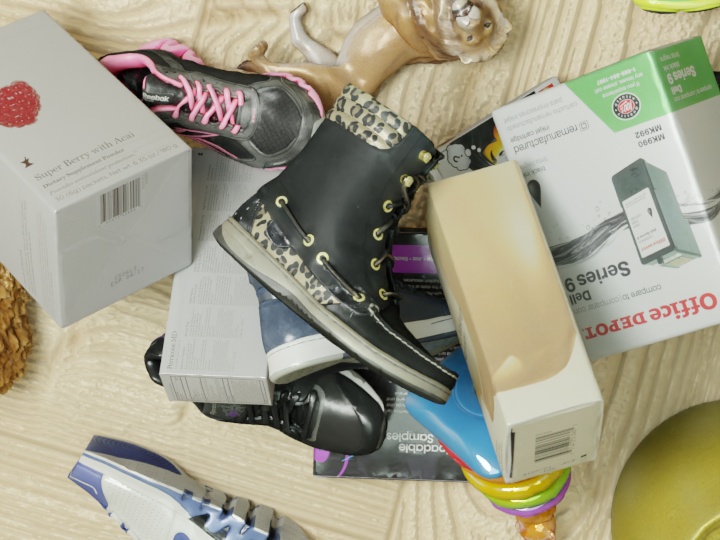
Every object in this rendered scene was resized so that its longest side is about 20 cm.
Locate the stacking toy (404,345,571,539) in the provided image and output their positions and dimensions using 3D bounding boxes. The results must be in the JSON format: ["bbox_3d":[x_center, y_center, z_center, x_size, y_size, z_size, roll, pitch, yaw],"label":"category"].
[{"bbox_3d":[0.123,0.149,1.544,0.110,0.116,0.201,-37,137,-15],"label":"stacking toy"}]

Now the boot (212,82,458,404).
[{"bbox_3d":[0.016,-0.020,1.394,0.203,0.073,0.154,37,86,15],"label":"boot"}]

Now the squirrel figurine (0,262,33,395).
[{"bbox_3d":[-0.346,0.043,1.566,0.199,0.142,0.188,6,66,-21],"label":"squirrel figurine"}]

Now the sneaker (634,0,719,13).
[{"bbox_3d":[0.286,-0.253,1.494,0.199,0.074,0.084,-28,101,0],"label":"sneaker"}]

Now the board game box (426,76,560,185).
[{"bbox_3d":[0.145,-0.031,1.549,0.126,0.035,0.201,-32,94,-10],"label":"board game box"}]

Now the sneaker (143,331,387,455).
[{"bbox_3d":[-0.078,0.101,1.556,0.199,0.087,0.076,23,119,24],"label":"sneaker"}]

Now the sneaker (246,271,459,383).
[{"bbox_3d":[0.001,-0.001,1.507,0.077,0.201,0.147,-33,69,45],"label":"sneaker"}]

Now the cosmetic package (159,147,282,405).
[{"bbox_3d":[-0.098,0.003,1.539,0.082,0.051,0.201,3,60,5],"label":"cosmetic package"}]

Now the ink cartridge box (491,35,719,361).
[{"bbox_3d":[0.203,-0.049,1.463,0.145,0.084,0.201,-19,91,37],"label":"ink cartridge box"}]

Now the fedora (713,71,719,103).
[{"bbox_3d":[0.302,-0.060,1.505,0.200,0.091,0.202,23,123,42],"label":"fedora"}]

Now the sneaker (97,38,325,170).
[{"bbox_3d":[-0.121,-0.126,1.524,0.199,0.095,0.080,18,99,30],"label":"sneaker"}]

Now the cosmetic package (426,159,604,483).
[{"bbox_3d":[0.107,0.036,1.430,0.071,0.105,0.201,-15,60,-5],"label":"cosmetic package"}]

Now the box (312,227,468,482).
[{"bbox_3d":[0.034,0.066,1.595,0.142,0.036,0.202,2,97,5],"label":"box"}]

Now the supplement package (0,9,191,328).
[{"bbox_3d":[-0.229,-0.079,1.499,0.200,0.121,0.120,42,146,32],"label":"supplement package"}]

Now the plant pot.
[{"bbox_3d":[0.291,0.209,1.531,0.199,0.142,0.202,1,97,6],"label":"plant pot"}]

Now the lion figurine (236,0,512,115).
[{"bbox_3d":[0.011,-0.172,1.555,0.200,0.073,0.123,-35,101,24],"label":"lion figurine"}]

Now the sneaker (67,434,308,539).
[{"bbox_3d":[-0.154,0.222,1.616,0.198,0.081,0.116,26,98,1],"label":"sneaker"}]
